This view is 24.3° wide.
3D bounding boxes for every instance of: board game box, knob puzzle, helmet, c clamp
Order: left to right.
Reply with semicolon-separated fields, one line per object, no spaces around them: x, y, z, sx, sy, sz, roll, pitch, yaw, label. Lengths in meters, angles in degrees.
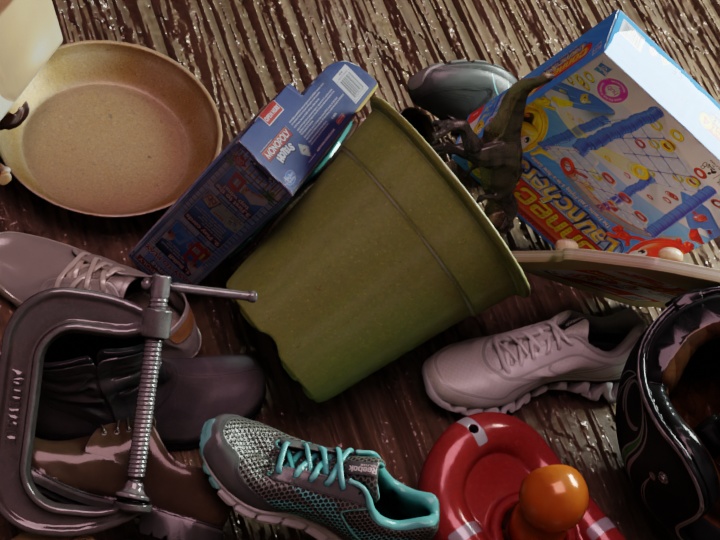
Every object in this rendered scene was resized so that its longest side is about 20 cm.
-0.176;0.094;1.181;0.169;0.027;0.202;13;89;-9;c clamp
-0.096;-0.072;1.366;0.062;0.200;0.200;44;36;-7;board game box
0.212;-0.092;1.401;0.199;0.195;0.056;39;49;-16;board game box
0.238;-0.001;1.352;0.217;0.220;0.031;12;82;-5;knob puzzle
0.291;0.125;1.301;0.198;0.191;0.202;-6;57;9;helmet

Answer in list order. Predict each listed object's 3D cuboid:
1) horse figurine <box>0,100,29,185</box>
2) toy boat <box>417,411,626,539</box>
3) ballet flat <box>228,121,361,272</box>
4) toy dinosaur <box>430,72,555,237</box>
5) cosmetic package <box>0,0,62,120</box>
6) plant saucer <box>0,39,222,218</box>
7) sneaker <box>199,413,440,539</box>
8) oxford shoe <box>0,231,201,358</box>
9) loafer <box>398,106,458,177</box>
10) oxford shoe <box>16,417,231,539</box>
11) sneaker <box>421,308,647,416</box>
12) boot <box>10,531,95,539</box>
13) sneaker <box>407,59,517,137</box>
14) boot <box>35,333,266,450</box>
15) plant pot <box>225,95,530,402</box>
-0.369;-0.094;1.383;0.198;0.050;0.133;-26;40;-17;horse figurine
0.133;0.187;1.252;0.130;0.131;0.200;-26;63;-30;toy boat
-0.042;-0.050;1.444;0.065;0.070;0.200;46;55;-11;ballet flat
0.099;-0.100;1.372;0.087;0.201;0.048;5;52;-2;toy dinosaur
-0.329;-0.181;1.394;0.104;0.072;0.201;-7;27;10;cosmetic package
-0.221;-0.116;1.457;0.198;0.036;0.202;6;53;-8;plant saucer
-0.024;0.153;1.225;0.199;0.091;0.078;31;42;-22;sneaker
-0.216;0.013;1.347;0.198;0.058;0.076;26;54;8;oxford shoe
0.055;-0.061;1.462;0.075;0.068;0.201;-11;57;-21;loafer
-0.187;0.141;1.233;0.198;0.073;0.085;19;81;-9;oxford shoe
0.146;0.069;1.380;0.198;0.081;0.076;-8;57;-17;sneaker
-0.286;0.225;1.168;0.199;0.066;0.176;-30;78;-30;boot
0.127;-0.129;1.501;0.198;0.075;0.080;17;63;-33;sneaker
-0.156;0.078;1.263;0.198;0.132;0.070;-13;56;-22;boot
0.000;0.000;1.323;0.189;0.200;0.200;-39;66;-2;plant pot
